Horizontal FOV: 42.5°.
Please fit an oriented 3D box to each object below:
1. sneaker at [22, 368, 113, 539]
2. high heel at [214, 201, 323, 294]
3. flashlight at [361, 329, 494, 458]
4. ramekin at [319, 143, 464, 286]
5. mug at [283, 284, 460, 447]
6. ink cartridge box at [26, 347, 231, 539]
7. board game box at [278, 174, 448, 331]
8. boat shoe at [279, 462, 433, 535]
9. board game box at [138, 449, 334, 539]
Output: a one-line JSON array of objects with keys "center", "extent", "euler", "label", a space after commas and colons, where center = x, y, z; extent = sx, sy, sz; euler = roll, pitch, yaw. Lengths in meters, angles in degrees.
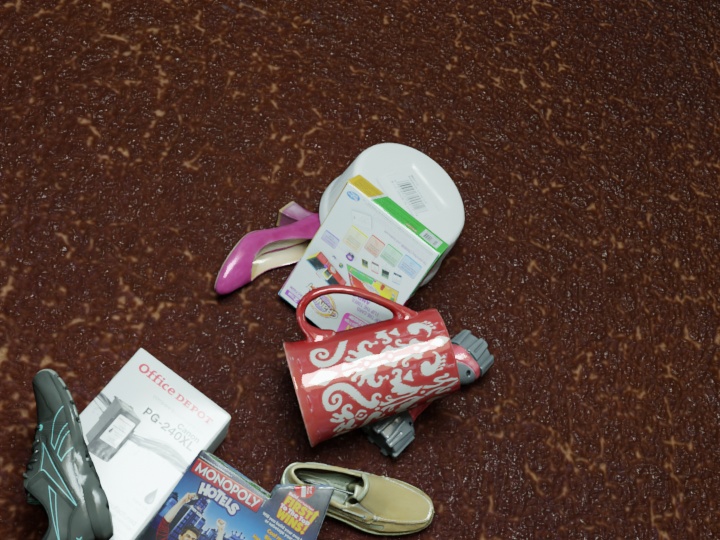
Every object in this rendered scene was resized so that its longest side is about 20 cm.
[{"center": [-0.328, 0.202, 0.993], "extent": [0.079, 0.076, 0.202], "euler": [-18, 69, -18], "label": "sneaker"}, {"center": [-0.110, -0.015, 1.268], "extent": [0.095, 0.068, 0.200], "euler": [32, 45, 15], "label": "high heel"}, {"center": [0.094, 0.165, 1.231], "extent": [0.200, 0.067, 0.068], "euler": [-43, 120, -27], "label": "flashlight"}, {"center": [0.050, -0.082, 1.301], "extent": [0.199, 0.098, 0.202], "euler": [16, 51, -21], "label": "ramekin"}, {"center": [0.011, 0.110, 1.145], "extent": [0.198, 0.179, 0.134], "euler": [-15, 35, -5], "label": "mug"}, {"center": [-0.268, 0.214, 1.091], "extent": [0.145, 0.084, 0.200], "euler": [35, 61, 6], "label": "ink cartridge box"}, {"center": [0.000, 0.000, 1.217], "extent": [0.153, 0.201, 0.040], "euler": [39, 29, 7], "label": "board game box"}, {"center": [0.001, 0.277, 1.136], "extent": [0.198, 0.076, 0.072], "euler": [11, 60, -10], "label": "boat shoe"}, {"center": [-0.128, 0.302, 1.055], "extent": [0.199, 0.062, 0.201], "euler": [35, 78, 0], "label": "board game box"}]
